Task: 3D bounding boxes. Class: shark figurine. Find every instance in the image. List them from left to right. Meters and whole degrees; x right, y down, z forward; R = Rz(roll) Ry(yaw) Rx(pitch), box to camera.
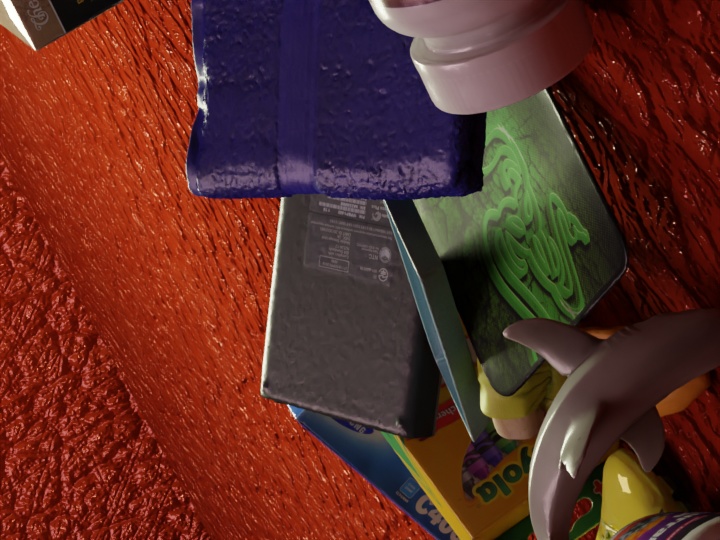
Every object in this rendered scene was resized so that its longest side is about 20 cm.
[{"bbox_3d":[0.123,0.113,1.259,0.090,0.128,0.215,-72,-3,-71],"label":"shark figurine"}]

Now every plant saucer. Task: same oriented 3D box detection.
[{"bbox_3d":[0.048,0.028,1.386,0.200,0.019,0.070,72,176,-56],"label":"plant saucer"}]

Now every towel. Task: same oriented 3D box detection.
[{"bbox_3d":[-0.011,-0.114,1.332,0.199,0.049,0.148,2,90,35],"label":"towel"}]

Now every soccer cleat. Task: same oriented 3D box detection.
[{"bbox_3d":[0.179,0.194,1.542,0.065,0.084,0.200,48,163,36],"label":"soccer cleat"}]

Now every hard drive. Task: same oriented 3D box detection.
[{"bbox_3d":[0.000,0.000,1.531,0.139,0.033,0.201,13,99,40],"label":"hard drive"}]

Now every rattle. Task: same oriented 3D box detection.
[{"bbox_3d":[0.143,0.034,1.446,0.200,0.142,0.131,3,-109,-77],"label":"rattle"}]

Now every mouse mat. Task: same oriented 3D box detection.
[{"bbox_3d":[0.077,-0.047,1.325,0.161,0.008,0.200,-53,55,48],"label":"mouse mat"}]

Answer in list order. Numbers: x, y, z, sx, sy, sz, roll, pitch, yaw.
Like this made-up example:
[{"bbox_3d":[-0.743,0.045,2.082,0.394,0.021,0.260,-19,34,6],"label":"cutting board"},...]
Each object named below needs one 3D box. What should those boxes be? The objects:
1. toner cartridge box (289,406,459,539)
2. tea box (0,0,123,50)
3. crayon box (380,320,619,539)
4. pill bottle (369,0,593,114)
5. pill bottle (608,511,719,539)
[{"bbox_3d":[0.020,0.138,1.775,0.200,0.043,0.095,42,-177,-27],"label":"toner cartridge box"},{"bbox_3d":[-0.203,-0.294,1.582,0.134,0.196,0.200,35,153,58],"label":"tea box"},{"bbox_3d":[0.088,0.100,1.570,0.200,0.127,0.051,52,170,19],"label":"crayon box"},{"bbox_3d":[0.040,-0.186,1.146,0.110,0.109,0.200,32,151,61],"label":"pill bottle"},{"bbox_3d":[0.215,0.200,1.372,0.112,0.111,0.200,58,166,-2],"label":"pill bottle"}]
